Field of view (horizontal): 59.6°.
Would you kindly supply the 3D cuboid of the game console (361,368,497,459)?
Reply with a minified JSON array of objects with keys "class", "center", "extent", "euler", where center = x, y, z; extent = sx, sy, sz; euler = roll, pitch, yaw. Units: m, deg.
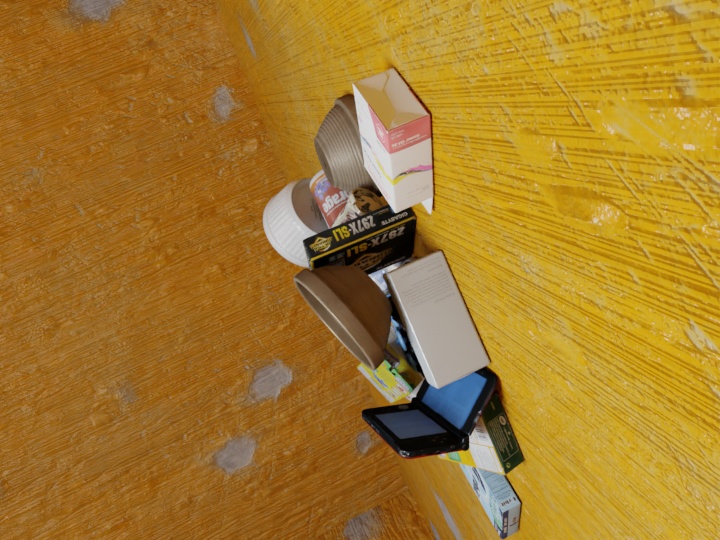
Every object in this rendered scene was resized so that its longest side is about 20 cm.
[{"class":"game console","center":[0.109,0.217,1.064],"extent":[0.200,0.170,0.120],"euler":[-161,70,-69]}]

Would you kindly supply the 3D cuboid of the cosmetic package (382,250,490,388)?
[{"class":"cosmetic package","center":[0.122,0.079,1.030],"extent":[0.074,0.101,0.202],"euler":[153,95,-83]}]

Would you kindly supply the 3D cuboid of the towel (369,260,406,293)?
[{"class":"towel","center":[0.000,0.000,1.314],"extent":[0.146,0.024,0.201],"euler":[34,130,5]}]

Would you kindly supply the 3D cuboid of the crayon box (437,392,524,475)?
[{"class":"crayon box","center":[0.189,0.281,1.123],"extent":[0.200,0.051,0.127],"euler":[-16,98,62]}]

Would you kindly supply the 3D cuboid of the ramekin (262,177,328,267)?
[{"class":"ramekin","center":[-0.115,-0.119,1.447],"extent":[0.105,0.199,0.202],"euler":[-41,68,44]}]

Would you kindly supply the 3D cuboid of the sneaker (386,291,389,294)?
[{"class":"sneaker","center":[0.063,0.064,1.422],"extent":[0.075,0.086,0.201],"euler":[56,168,42]}]

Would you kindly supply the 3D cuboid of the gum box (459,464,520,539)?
[{"class":"gum box","center":[0.261,0.433,1.310],"extent":[0.171,0.044,0.201],"euler":[76,168,-49]}]

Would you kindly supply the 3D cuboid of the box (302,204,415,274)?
[{"class":"box","center":[0.000,-0.039,1.139],"extent":[0.160,0.198,0.050],"euler":[85,161,-64]}]

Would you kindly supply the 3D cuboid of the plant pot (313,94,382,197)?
[{"class":"plant pot","center":[-0.028,-0.222,1.198],"extent":[0.201,0.092,0.202],"euler":[90,154,-70]}]

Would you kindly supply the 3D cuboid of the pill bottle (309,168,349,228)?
[{"class":"pill bottle","center":[-0.024,-0.125,1.367],"extent":[0.112,0.111,0.201],"euler":[93,151,-73]}]

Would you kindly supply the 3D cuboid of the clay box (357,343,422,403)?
[{"class":"clay box","center":[0.061,0.213,1.321],"extent":[0.115,0.048,0.200],"euler":[45,159,6]}]

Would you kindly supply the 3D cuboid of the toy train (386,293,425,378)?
[{"class":"toy train","center":[0.109,0.128,1.321],"extent":[0.114,0.086,0.202],"euler":[-128,15,-82]}]

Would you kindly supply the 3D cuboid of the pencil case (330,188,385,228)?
[{"class":"pencil case","center":[-0.026,-0.074,1.202],"extent":[0.200,0.089,0.078],"euler":[-51,52,45]}]

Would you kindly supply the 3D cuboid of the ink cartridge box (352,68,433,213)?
[{"class":"ink cartridge box","center":[0.050,-0.170,0.910],"extent":[0.201,0.067,0.117],"euler":[78,166,-54]}]

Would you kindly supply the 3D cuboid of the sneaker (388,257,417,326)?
[{"class":"sneaker","center":[0.085,0.039,1.159],"extent":[0.200,0.098,0.071],"euler":[-128,14,-65]}]

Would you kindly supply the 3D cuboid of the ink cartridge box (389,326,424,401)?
[{"class":"ink cartridge box","center":[0.082,0.212,1.501],"extent":[0.200,0.084,0.176],"euler":[45,169,6]}]

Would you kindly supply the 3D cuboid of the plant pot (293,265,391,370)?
[{"class":"plant pot","center":[-0.013,0.060,1.042],"extent":[0.201,0.093,0.201],"euler":[47,168,13]}]
